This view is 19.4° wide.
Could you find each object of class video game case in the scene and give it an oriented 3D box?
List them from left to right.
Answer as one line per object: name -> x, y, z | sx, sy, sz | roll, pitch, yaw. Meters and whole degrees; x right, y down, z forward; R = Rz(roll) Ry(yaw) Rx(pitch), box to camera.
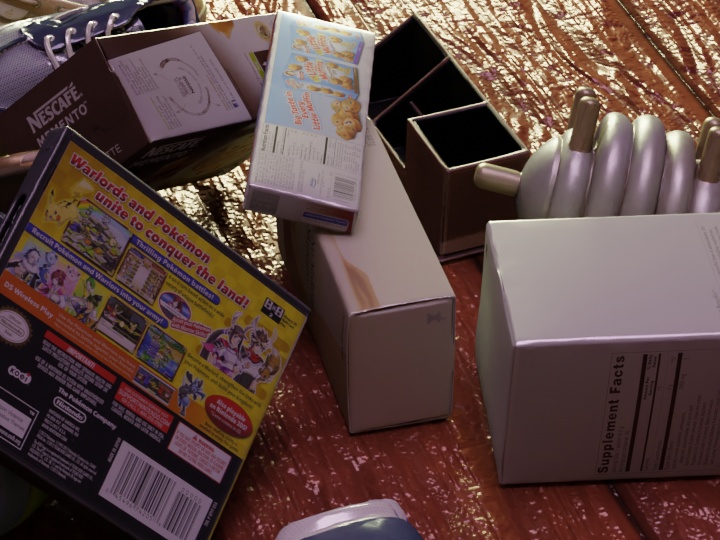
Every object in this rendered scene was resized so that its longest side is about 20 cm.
video game case -> -0.136, 0.048, 1.202 | 0.025, 0.200, 0.181 | -8, 52, 51

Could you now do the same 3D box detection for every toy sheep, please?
toy sheep -> 0.175, -0.047, 1.412 | 0.199, 0.138, 0.138 | 14, 39, 4

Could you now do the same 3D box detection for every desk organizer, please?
desk organizer -> 0.049, -0.100, 1.517 | 0.071, 0.077, 0.200 | -13, 41, -19

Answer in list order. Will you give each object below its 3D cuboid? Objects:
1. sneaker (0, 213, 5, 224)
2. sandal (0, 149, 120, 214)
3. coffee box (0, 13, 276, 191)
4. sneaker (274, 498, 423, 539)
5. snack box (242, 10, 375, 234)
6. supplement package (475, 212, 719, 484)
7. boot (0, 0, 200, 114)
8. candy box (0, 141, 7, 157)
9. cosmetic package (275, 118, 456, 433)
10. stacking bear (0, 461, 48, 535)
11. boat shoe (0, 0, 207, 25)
sneaker -> -0.258, -0.008, 1.378 | 0.085, 0.077, 0.200 | 10, 22, 0
sandal -> -0.168, -0.022, 1.343 | 0.080, 0.200, 0.054 | -22, 56, 21
coffee box -> -0.133, -0.107, 1.426 | 0.200, 0.114, 0.080 | -19, 78, -56
sneaker -> 0.042, 0.178, 1.164 | 0.199, 0.081, 0.147 | -2, 42, 4
snack box -> -0.031, -0.101, 1.381 | 0.071, 0.024, 0.201 | 12, 40, -6
supplement package -> 0.178, 0.047, 1.304 | 0.199, 0.120, 0.122 | -2, 40, -5
boot -> -0.198, -0.152, 1.451 | 0.090, 0.073, 0.200 | -16, 13, 35
candy box -> -0.257, -0.101, 1.516 | 0.199, 0.027, 0.102 | -24, 18, -29
cosmetic package -> 0.000, 0.000, 1.370 | 0.071, 0.106, 0.200 | -9, 38, -12
stacking bear -> -0.217, 0.096, 1.235 | 0.113, 0.122, 0.200 | -27, 4, 38
boat shoe -> -0.222, -0.218, 1.664 | 0.199, 0.063, 0.073 | 3, 38, 2
